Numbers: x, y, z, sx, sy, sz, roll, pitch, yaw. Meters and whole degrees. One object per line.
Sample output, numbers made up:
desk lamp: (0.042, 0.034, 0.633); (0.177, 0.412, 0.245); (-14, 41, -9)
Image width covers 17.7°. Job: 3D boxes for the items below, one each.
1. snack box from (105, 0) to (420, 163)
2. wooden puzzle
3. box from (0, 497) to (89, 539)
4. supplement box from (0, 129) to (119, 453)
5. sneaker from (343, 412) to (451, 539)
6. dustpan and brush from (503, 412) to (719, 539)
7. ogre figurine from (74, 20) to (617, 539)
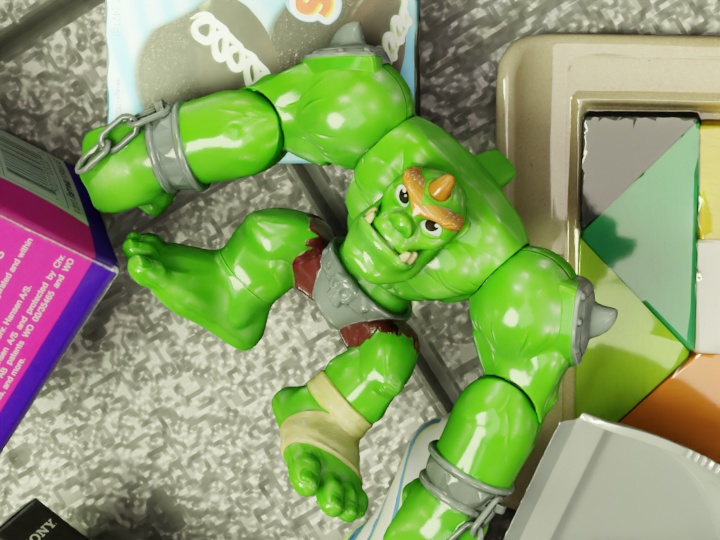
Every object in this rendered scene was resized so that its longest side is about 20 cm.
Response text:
snack box: (-0.035, -0.140, 0.847); (0.116, 0.037, 0.201); (0, 102, 3)
wooden puzzle: (0.150, 0.006, 0.866); (0.199, 0.037, 0.186); (1, 102, 4)
box: (-0.080, 0.196, 0.881); (0.200, 0.036, 0.143); (37, 126, 6)
supplement box: (-0.201, -0.023, 0.820); (0.200, 0.101, 0.103); (29, 103, -24)
sneaker: (-0.015, 0.143, 0.888); (0.105, 0.076, 0.200); (13, 103, 2)
dustpan and brush: (0.139, 0.137, 0.870); (0.200, 0.057, 0.140); (12, 109, -36)
ogre figurine: (0.000, 0.000, 0.818); (0.120, 0.098, 0.200); (-43, 65, 14)
